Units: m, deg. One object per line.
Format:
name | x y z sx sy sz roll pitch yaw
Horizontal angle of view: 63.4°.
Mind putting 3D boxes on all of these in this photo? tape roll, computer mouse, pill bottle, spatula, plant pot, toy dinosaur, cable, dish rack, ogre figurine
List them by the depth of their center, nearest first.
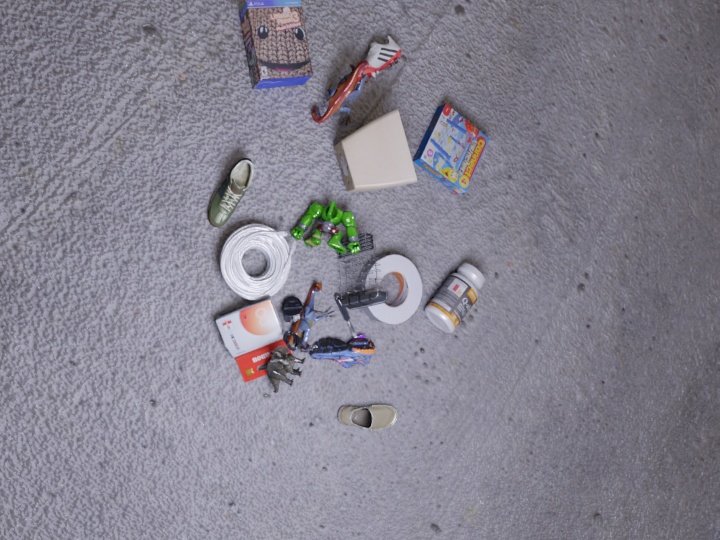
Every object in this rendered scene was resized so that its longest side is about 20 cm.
toy dinosaur | -0.211 0.260 1.565 0.100 0.200 0.079 25 52 -13
computer mouse | -0.184 0.147 1.584 0.056 0.203 0.035 -2 130 -4
cable | -0.286 -0.024 1.584 0.195 0.069 0.207 16 85 -23
toy dinosaur | -0.065 -0.495 1.629 0.105 0.200 0.181 44 82 10
toy dinosaur | -0.153 0.129 1.638 0.193 0.105 0.188 -5 74 -13
ogre figurine | -0.086 -0.123 1.649 0.098 0.194 0.123 47 55 -60
plant pot | 0.030 -0.321 1.666 0.172 0.200 0.206 -18 98 -10
dish rack | 0.000 0.000 1.669 0.054 0.150 0.207 12 69 -54
spatula | -0.031 0.161 1.723 0.055 0.021 0.205 -25 98 -4
tape roll | 0.088 0.056 1.753 0.194 0.066 0.208 -1 91 -24
pill bottle | 0.297 0.084 1.820 0.117 0.116 0.201 45 74 -17

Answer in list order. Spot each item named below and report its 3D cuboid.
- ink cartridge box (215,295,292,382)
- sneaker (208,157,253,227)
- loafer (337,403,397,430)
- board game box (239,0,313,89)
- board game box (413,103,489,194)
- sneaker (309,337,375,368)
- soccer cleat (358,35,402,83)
ink cartridge box | -0.281 0.192 1.566 0.158 0.050 0.206 -19 99 1
sneaker | -0.341 -0.212 1.544 0.066 0.089 0.205 30 79 -21
loafer | 0.030 0.438 1.728 0.194 0.068 0.079 4 89 -24
board game box | -0.229 -0.615 1.588 0.155 0.096 0.207 -13 96 -23
board game box | 0.289 -0.382 1.844 0.193 0.056 0.205 30 79 -21
sneaker | -0.053 0.248 1.689 0.193 0.076 0.081 4 115 -13
soccer cleat | 0.040 -0.625 1.729 0.198 0.068 0.086 -38 96 -22
